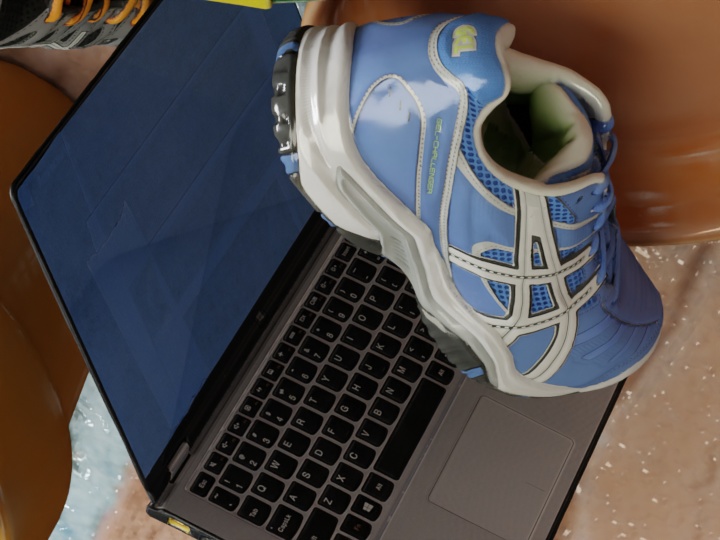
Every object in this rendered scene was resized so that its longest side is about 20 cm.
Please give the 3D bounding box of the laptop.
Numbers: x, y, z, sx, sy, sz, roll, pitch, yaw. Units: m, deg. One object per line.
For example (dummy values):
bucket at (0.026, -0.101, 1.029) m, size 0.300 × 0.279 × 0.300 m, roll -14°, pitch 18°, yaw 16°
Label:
laptop at (0.000, 0.000, 0.881) m, size 0.199 × 0.188 × 0.116 m, roll 26°, pitch 136°, yaw 6°

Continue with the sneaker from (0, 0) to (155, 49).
sneaker at (-0.103, -0.109, 0.866) m, size 0.077 × 0.200 × 0.079 m, roll 10°, pitch 101°, yaw 4°

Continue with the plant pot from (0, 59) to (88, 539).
plant pot at (-0.180, 0.017, 0.996) m, size 0.199 × 0.184 × 0.201 m, roll 15°, pitch 132°, yaw 17°

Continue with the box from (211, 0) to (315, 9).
box at (-0.084, -0.142, 0.765) m, size 0.198 × 0.118 × 0.049 m, roll 9°, pitch 147°, yaw 9°

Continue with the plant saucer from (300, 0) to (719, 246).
plant saucer at (0.080, -0.073, 0.831) m, size 0.198 × 0.038 × 0.201 m, roll 6°, pitch 151°, yaw 3°

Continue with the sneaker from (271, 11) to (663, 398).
sneaker at (0.053, -0.017, 0.822) m, size 0.077 × 0.076 × 0.200 m, roll -13°, pitch 149°, yaw 30°
